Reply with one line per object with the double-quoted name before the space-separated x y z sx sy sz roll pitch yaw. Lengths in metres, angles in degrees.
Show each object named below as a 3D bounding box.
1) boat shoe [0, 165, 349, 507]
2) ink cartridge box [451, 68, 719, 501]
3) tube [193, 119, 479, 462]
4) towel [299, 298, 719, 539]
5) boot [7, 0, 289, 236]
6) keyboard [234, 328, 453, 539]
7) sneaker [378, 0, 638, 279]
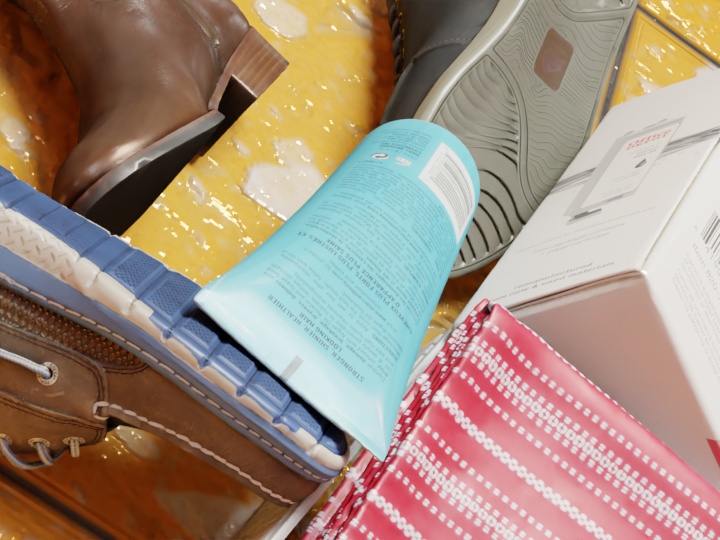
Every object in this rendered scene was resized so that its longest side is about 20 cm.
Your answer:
"boat shoe" -0.098 0.023 0.876 0.200 0.072 0.072 34 11 5
"ink cartridge box" 0.129 0.027 1.039 0.147 0.083 0.200 63 32 -16
"tube" 0.000 0.000 0.942 0.077 0.050 0.200 36 23 -1
"towel" 0.044 0.121 0.887 0.145 0.022 0.200 41 60 -7
"boot" -0.132 -0.108 0.990 0.200 0.064 0.186 44 22 -3
"keyboard" -0.024 0.077 0.907 0.011 0.056 0.200 44 36 -1
"sneaker" 0.039 -0.075 1.125 0.075 0.106 0.200 46 60 -28
